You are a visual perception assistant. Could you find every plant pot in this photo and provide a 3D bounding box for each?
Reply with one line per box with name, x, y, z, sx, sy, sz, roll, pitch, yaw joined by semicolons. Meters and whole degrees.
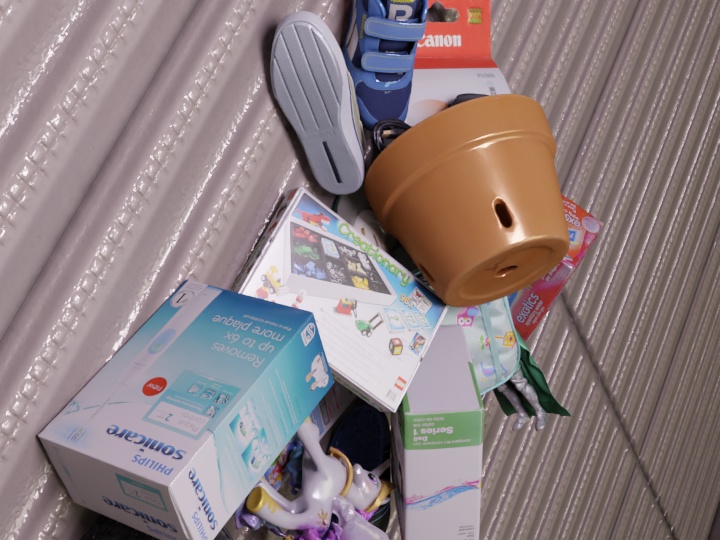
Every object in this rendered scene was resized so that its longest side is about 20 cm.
plant pot;0.118;-0.057;1.139;0.199;0.199;0.142;16;48;-59

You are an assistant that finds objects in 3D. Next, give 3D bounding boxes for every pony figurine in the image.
pony figurine;-0.044;0.239;1.129;0.200;0.165;0.195;43;56;-38

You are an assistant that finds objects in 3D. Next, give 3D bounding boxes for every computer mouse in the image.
computer mouse;0.088;-0.144;1.173;0.198;0.034;0.060;-18;111;-42

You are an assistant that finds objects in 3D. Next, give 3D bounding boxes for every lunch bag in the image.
lunch bag;0.097;0.055;1.302;0.159;0.077;0.202;-24;119;-15

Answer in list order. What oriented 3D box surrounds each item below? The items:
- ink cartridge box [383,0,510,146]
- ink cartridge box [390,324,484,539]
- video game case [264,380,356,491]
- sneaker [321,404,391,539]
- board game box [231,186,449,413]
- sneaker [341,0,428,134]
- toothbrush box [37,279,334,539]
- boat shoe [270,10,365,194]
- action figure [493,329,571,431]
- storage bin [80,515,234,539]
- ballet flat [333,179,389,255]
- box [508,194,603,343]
ink cartridge box;0.098;-0.196;1.238;0.160;0.050;0.204;-8;102;-35
ink cartridge box;0.077;0.182;1.219;0.146;0.082;0.203;-99;-174;-57
video game case;-0.065;0.125;1.189;0.200;0.018;0.145;-47;138;-41
sneaker;0.002;0.244;1.299;0.078;0.069;0.203;-8;113;-62
board game box;-0.018;0.030;1.112;0.199;0.034;0.127;37;70;-20
sneaker;0.025;-0.234;1.129;0.073;0.082;0.204;-4;101;-19
toothbrush box;-0.138;0.113;0.945;0.200;0.145;0.086;-50;139;-35
boat shoe;-0.038;-0.164;1.099;0.063;0.071;0.202;-82;163;-45
action figure;0.174;0.111;1.451;0.055;0.117;0.202;-42;108;-36
storage bin;-0.187;0.294;0.944;0.200;0.093;0.136;-50;122;-39
ballet flat;0.000;0.000;1.181;0.067;0.063;0.203;28;69;-48
box;0.209;0.003;1.441;0.100;0.095;0.201;-48;168;-39
